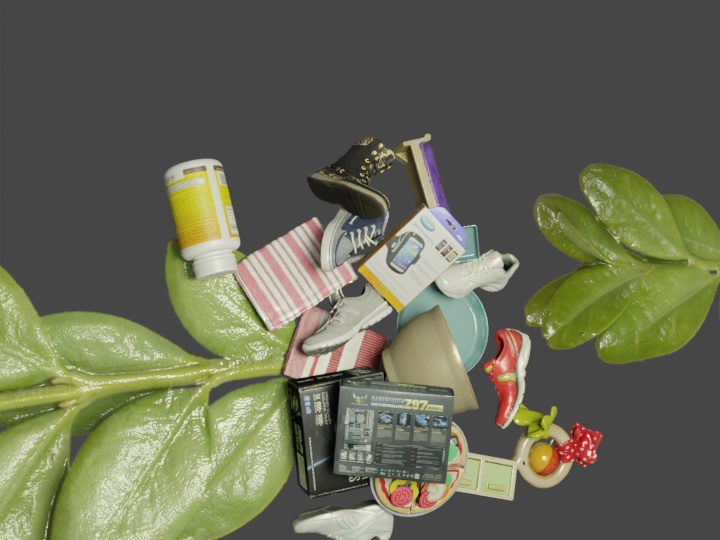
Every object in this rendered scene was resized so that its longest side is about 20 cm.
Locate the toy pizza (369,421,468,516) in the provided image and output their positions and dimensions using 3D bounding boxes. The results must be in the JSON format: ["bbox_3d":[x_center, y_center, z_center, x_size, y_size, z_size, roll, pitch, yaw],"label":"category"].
[{"bbox_3d":[0.111,0.357,1.460,0.198,0.032,0.203,-6,107,-21],"label":"toy pizza"}]

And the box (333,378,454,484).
[{"bbox_3d":[0.056,0.274,1.384,0.197,0.051,0.160,4,100,0],"label":"box"}]

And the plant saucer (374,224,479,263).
[{"bbox_3d":[0.128,-0.043,1.561,0.198,0.019,0.071,-8,108,1],"label":"plant saucer"}]

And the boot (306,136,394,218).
[{"bbox_3d":[0.010,-0.180,1.535,0.151,0.199,0.074,-44,131,-25],"label":"boot"}]

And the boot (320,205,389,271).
[{"bbox_3d":[-0.008,-0.065,1.499,0.089,0.073,0.201,4,36,15],"label":"boot"}]

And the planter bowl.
[{"bbox_3d":[0.119,0.181,1.488,0.134,0.200,0.202,-22,89,7],"label":"planter bowl"}]

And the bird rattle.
[{"bbox_3d":[0.380,0.359,1.636,0.199,0.112,0.164,36,83,-24],"label":"bird rattle"}]

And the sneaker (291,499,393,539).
[{"bbox_3d":[-0.028,0.467,1.470,0.198,0.070,0.081,0,84,-20],"label":"sneaker"}]

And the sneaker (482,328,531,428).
[{"bbox_3d":[0.283,0.215,1.625,0.084,0.077,0.202,14,70,-5],"label":"sneaker"}]

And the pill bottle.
[{"bbox_3d":[-0.279,-0.089,1.447,0.108,0.109,0.202,-12,85,-20],"label":"pill bottle"}]

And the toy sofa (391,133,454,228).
[{"bbox_3d":[0.138,-0.165,1.619,0.097,0.083,0.202,-15,87,-20],"label":"toy sofa"}]

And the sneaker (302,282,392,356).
[{"bbox_3d":[-0.037,0.093,1.512,0.199,0.075,0.082,-29,83,-35],"label":"sneaker"}]

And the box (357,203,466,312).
[{"bbox_3d":[0.104,-0.031,1.535,0.200,0.042,0.119,-43,104,8],"label":"box"}]

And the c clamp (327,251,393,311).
[{"bbox_3d":[0.000,0.000,1.574,0.198,0.027,0.173,-7,84,-20],"label":"c clamp"}]

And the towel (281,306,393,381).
[{"bbox_3d":[-0.039,0.165,1.539,0.198,0.023,0.145,24,72,-16],"label":"towel"}]

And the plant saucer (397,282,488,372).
[{"bbox_3d":[0.161,0.115,1.613,0.198,0.027,0.203,3,81,-18],"label":"plant saucer"}]

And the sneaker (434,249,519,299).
[{"bbox_3d":[0.231,-0.005,1.597,0.198,0.100,0.078,-11,63,-36],"label":"sneaker"}]

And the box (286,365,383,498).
[{"bbox_3d":[-0.037,0.290,1.468,0.162,0.086,0.203,-7,94,-20],"label":"box"}]

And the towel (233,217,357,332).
[{"bbox_3d":[-0.123,0.006,1.518,0.199,0.030,0.147,-32,83,-18],"label":"towel"}]

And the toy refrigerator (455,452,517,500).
[{"bbox_3d":[0.200,0.388,1.561,0.198,0.070,0.077,15,77,-17],"label":"toy refrigerator"}]
